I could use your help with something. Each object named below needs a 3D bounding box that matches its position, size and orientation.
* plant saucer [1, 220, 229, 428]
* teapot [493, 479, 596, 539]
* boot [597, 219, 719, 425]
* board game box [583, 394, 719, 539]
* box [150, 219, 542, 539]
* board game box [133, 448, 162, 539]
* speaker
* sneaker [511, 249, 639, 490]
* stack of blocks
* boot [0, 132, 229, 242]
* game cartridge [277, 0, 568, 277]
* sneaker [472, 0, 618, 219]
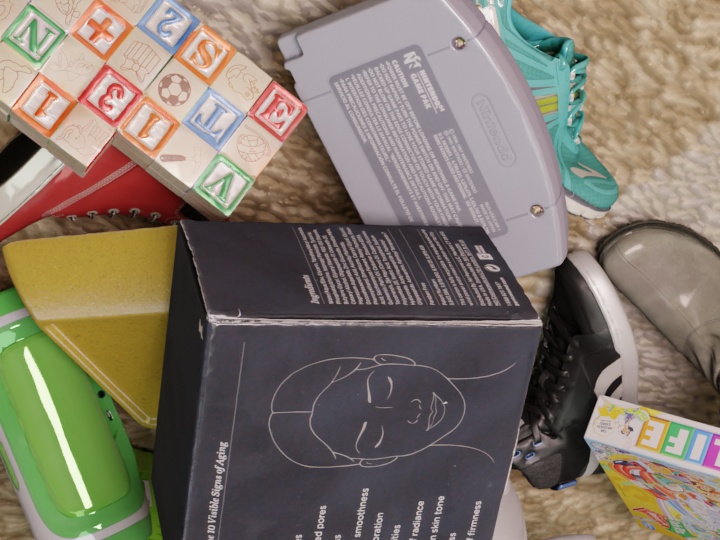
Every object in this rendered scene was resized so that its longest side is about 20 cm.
[{"bbox_3d":[-0.120,0.051,1.108,0.200,0.049,0.200,-4,143,30],"label":"plant saucer"},{"bbox_3d":[0.047,0.183,1.192,0.146,0.200,0.198,-42,78,32],"label":"teapot"},{"bbox_3d":[0.251,0.057,1.144,0.200,0.131,0.068,37,119,-23],"label":"boot"},{"bbox_3d":[0.246,0.156,1.162,0.134,0.034,0.200,14,160,28],"label":"board game box"},{"bbox_3d":[-0.016,0.084,0.998,0.196,0.124,0.200,1,120,-17],"label":"box"},{"bbox_3d":[-0.140,0.199,1.276,0.200,0.102,0.048,15,127,-10],"label":"board game box"},{"bbox_3d":[-0.219,0.110,1.172,0.088,0.088,0.200,-22,91,16],"label":"speaker"},{"bbox_3d":[0.140,0.086,1.185,0.112,0.073,0.200,-23,127,-8],"label":"sneaker"},{"bbox_3d":[-0.147,-0.113,1.010,0.200,0.059,0.115,38,80,-9],"label":"stack of blocks"},{"bbox_3d":[-0.172,-0.044,1.118,0.200,0.072,0.144,-36,120,20],"label":"boot"},{"bbox_3d":[0.048,-0.080,1.026,0.133,0.040,0.200,-15,113,29],"label":"game cartridge"},{"bbox_3d":[0.116,-0.112,1.060,0.080,0.078,0.200,-33,120,13],"label":"sneaker"}]
